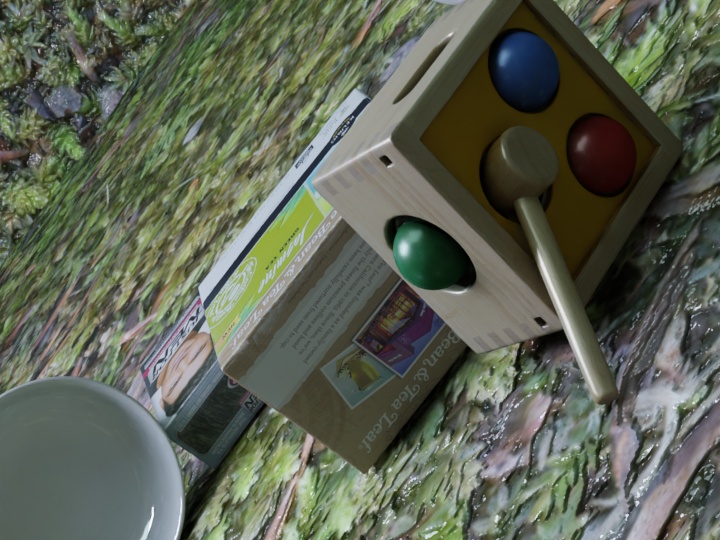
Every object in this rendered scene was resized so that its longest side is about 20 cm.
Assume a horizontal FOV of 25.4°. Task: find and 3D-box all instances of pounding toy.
[{"bbox_3d":[0.093,-0.044,0.952,0.201,0.184,0.142,-53,15,-29],"label":"pounding toy"}]

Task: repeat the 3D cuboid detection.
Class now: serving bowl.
[{"bbox_3d":[-0.246,0.191,1.316,0.201,0.199,0.066,-59,9,-16],"label":"serving bowl"}]

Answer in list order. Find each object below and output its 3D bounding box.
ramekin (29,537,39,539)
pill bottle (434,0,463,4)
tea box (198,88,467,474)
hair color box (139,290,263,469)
[{"bbox_3d":[-0.292,0.279,1.420,0.201,0.097,0.201,-47,19,21],"label":"ramekin"},{"bbox_3d":[0.112,-0.372,1.573,0.113,0.113,0.201,-17,40,61],"label":"pill bottle"},{"bbox_3d":[0.000,0.000,1.138,0.201,0.133,0.197,-52,19,5],"label":"tea box"},{"bbox_3d":[-0.137,0.093,1.432,0.099,0.060,0.200,-53,19,2],"label":"hair color box"}]
